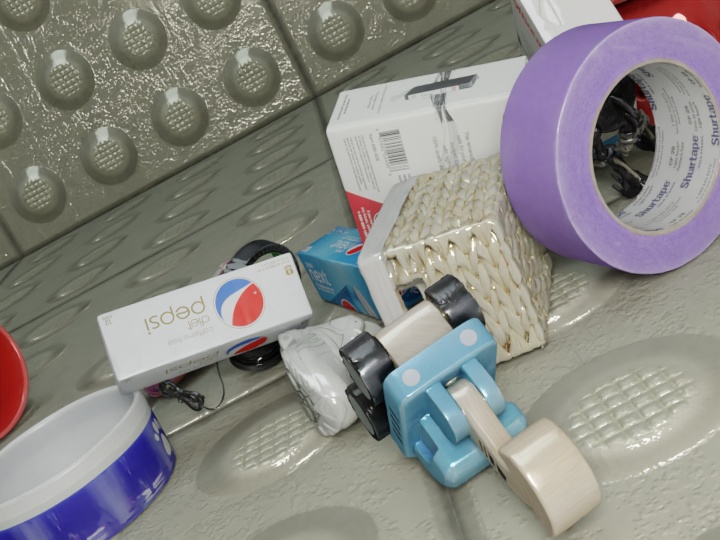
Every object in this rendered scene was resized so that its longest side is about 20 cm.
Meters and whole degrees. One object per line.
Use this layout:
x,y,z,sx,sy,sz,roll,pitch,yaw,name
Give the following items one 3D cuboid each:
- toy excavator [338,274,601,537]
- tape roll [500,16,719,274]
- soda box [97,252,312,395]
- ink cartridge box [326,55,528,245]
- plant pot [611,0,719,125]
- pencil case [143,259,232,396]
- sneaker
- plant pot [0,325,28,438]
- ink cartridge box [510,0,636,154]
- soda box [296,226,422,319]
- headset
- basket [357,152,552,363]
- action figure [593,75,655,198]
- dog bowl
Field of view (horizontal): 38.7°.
0.077,0.101,0.680,0.099,0.201,0.195,-32,-28,-13,toy excavator
0.219,-0.103,0.846,0.199,0.202,0.085,-33,19,-16,tape roll
-0.150,0.052,1.000,0.197,0.069,0.064,-19,-15,-15,soda box
0.084,-0.113,1.015,0.197,0.146,0.084,-7,35,17,ink cartridge box
0.369,-0.290,1.208,0.198,0.185,0.201,-25,14,7,plant pot
-0.199,0.066,1.252,0.200,0.088,0.087,-40,20,-32,pencil case
-0.019,0.080,0.931,0.098,0.079,0.200,-26,17,-4,sneaker
-0.591,0.174,1.421,0.176,0.202,0.201,-27,14,38,plant pot
0.236,-0.228,1.127,0.083,0.200,0.148,-25,61,3,ink cartridge box
0.000,0.000,1.145,0.064,0.069,0.199,-33,17,-16,soda box
-0.138,0.059,1.106,0.093,0.124,0.202,13,63,31,headset
0.092,-0.009,0.904,0.122,0.137,0.201,-20,18,19,basket
0.227,-0.146,0.973,0.101,0.199,0.120,23,81,40,action figure
-0.281,0.201,0.994,0.198,0.080,0.200,-27,16,8,dog bowl
